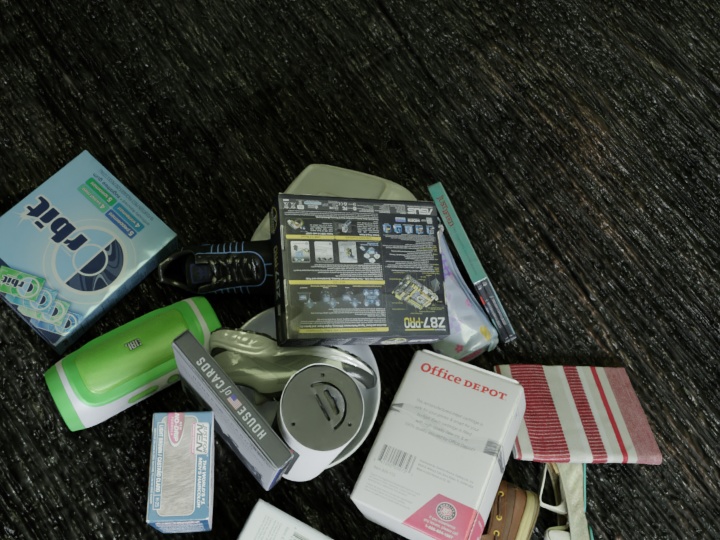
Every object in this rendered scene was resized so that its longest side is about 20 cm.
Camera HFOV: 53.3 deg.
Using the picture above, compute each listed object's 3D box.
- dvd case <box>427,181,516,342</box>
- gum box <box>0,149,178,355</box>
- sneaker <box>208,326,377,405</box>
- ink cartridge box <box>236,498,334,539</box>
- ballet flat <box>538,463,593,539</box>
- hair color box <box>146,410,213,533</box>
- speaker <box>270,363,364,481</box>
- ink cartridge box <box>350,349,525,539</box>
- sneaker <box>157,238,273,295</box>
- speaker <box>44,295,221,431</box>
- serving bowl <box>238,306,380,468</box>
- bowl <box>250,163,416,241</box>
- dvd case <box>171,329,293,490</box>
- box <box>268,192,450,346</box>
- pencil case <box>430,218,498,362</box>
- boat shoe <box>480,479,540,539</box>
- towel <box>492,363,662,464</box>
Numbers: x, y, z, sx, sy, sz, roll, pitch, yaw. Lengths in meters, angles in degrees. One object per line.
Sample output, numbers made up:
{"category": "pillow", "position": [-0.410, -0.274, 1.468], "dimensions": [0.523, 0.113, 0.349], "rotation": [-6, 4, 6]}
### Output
{"category": "dvd case", "position": [0.144, -0.006, 0.909], "dimensions": [0.022, 0.200, 0.148], "rotation": [-26, 58, 8]}
{"category": "gum box", "position": [-0.359, -0.027, 0.898], "dimensions": [0.169, 0.045, 0.200], "rotation": [40, 65, 5]}
{"category": "sneaker", "position": [-0.079, 0.119, 0.821], "dimensions": [0.196, 0.074, 0.081], "rotation": [8, 76, -2]}
{"category": "ink cartridge box", "position": [-0.062, 0.368, 0.782], "dimensions": [0.198, 0.083, 0.147], "rotation": [29, 65, 0]}
{"category": "ballet flat", "position": [0.252, 0.310, 0.891], "dimensions": [0.061, 0.068, 0.203], "rotation": [4, 58, 0]}
{"category": "hair color box", "position": [-0.184, 0.217, 0.752], "dimensions": [0.059, 0.201, 0.102], "rotation": [1, 67, -11]}
{"category": "speaker", "position": [-0.051, 0.160, 0.731], "dimensions": [0.079, 0.201, 0.083], "rotation": [4, 66, -10]}
{"category": "ink cartridge box", "position": [0.098, 0.216, 0.851], "dimensions": [0.144, 0.083, 0.202], "rotation": [16, 63, 25]}
{"category": "sneaker", "position": [-0.155, 0.001, 0.861], "dimensions": [0.078, 0.197, 0.072], "rotation": [-23, 108, -56]}
{"category": "speaker", "position": [-0.260, 0.106, 0.844], "dimensions": [0.198, 0.089, 0.089], "rotation": [-27, 76, -21]}
{"category": "serving bowl", "position": [-0.077, 0.147, 0.878], "dimensions": [0.196, 0.066, 0.204], "rotation": [5, 68, -11]}
{"category": "bowl", "position": [-0.036, -0.056, 0.915], "dimensions": [0.197, 0.075, 0.201], "rotation": [19, 58, 27]}
{"category": "dvd case", "position": [-0.129, 0.149, 0.719], "dimensions": [0.025, 0.200, 0.151], "rotation": [-39, 80, -22]}
{"category": "box", "position": [0.000, 0.000, 0.809], "dimensions": [0.196, 0.049, 0.165], "rotation": [0, 73, -23]}
{"category": "pencil case", "position": [0.106, 0.028, 0.955], "dimensions": [0.090, 0.083, 0.203], "rotation": [-28, 75, 13]}
{"category": "boat shoe", "position": [0.150, 0.344, 0.850], "dimensions": [0.067, 0.072, 0.202], "rotation": [26, 59, 5]}
{"category": "towel", "position": [0.278, 0.187, 0.936], "dimensions": [0.196, 0.023, 0.146], "rotation": [4, 44, -10]}
